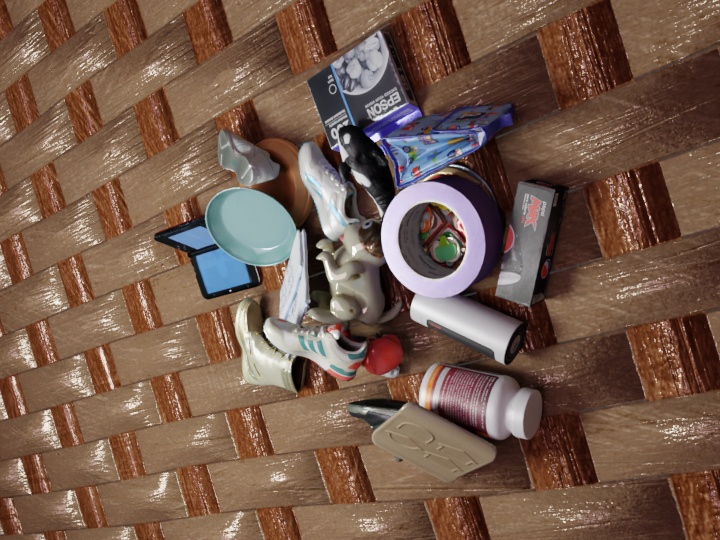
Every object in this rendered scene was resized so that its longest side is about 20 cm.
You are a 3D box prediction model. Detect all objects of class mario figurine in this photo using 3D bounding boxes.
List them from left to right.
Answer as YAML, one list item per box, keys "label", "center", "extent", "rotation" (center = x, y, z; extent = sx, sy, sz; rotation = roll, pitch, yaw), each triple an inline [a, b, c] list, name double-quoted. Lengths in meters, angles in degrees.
- label: "mario figurine"
  center: [0.012, 0.151, 1.515]
  extent: [0.199, 0.123, 0.107]
  rotation: [-1, 75, 46]

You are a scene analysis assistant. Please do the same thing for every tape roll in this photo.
- label: "tape roll"
  center: [0.141, -0.059, 1.332]
  extent: [0.198, 0.085, 0.202]
  rotation: [9, 107, 30]

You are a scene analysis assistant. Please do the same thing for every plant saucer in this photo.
- label: "plant saucer"
  center: [-0.221, -0.096, 1.586]
  extent: [0.198, 0.036, 0.201]
  rotation: [9, 132, 10]
- label: "plant saucer"
  center: [-0.184, -0.175, 1.611]
  extent: [0.199, 0.037, 0.202]
  rotation: [9, 106, 34]

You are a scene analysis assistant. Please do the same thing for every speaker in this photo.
- label: "speaker"
  center: [0.189, 0.090, 1.372]
  extent: [0.199, 0.081, 0.082]
  rotation: [25, 113, 28]

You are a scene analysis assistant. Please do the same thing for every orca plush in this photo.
- label: "orca plush"
  center: [0.023, -0.178, 1.395]
  extent: [0.071, 0.104, 0.202]
  rotation: [-22, 81, 61]

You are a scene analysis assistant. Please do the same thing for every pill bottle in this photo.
- label: "pill bottle"
  center: [0.213, 0.235, 1.365]
  extent: [0.198, 0.113, 0.114]
  rotation: [8, 104, 35]

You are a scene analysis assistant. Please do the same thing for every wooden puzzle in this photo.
- label: "wooden puzzle"
  center: [0.131, 0.305, 1.389]
  extent: [0.184, 0.047, 0.200]
  rotation: [28, 147, -3]

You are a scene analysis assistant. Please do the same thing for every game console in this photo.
- label: "game console"
  center: [-0.342, -0.027, 1.711]
  extent: [0.199, 0.172, 0.120]
  rotation: [-15, 65, 36]

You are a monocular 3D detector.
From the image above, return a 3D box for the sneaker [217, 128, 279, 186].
- label: "sneaker"
  center: [-0.234, -0.230, 1.575]
  extent: [0.200, 0.080, 0.071]
  rotation: [47, 132, 42]

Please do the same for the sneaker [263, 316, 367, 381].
- label: "sneaker"
  center: [-0.078, 0.121, 1.415]
  extent: [0.199, 0.071, 0.094]
  rotation: [29, 120, -6]

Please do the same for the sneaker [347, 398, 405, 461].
- label: "sneaker"
  center: [0.057, 0.317, 1.517]
  extent: [0.198, 0.076, 0.116]
  rotation: [6, 97, 29]

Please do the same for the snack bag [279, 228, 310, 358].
- label: "snack bag"
  center: [-0.134, 0.050, 1.536]
  extent: [0.201, 0.021, 0.189]
  rotation: [-97, 22, -43]

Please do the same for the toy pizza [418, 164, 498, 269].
- label: "toy pizza"
  center: [0.156, -0.090, 1.387]
  extent: [0.199, 0.032, 0.202]
  rotation: [8, 105, 34]

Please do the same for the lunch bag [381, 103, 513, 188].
- label: "lunch bag"
  center: [0.161, -0.220, 1.279]
  extent: [0.198, 0.150, 0.095]
  rotation: [-11, 107, 33]

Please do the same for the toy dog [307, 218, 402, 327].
- label: "toy dog"
  center: [0.000, 0.000, 1.451]
  extent: [0.192, 0.140, 0.202]
  rotation: [18, 107, 3]

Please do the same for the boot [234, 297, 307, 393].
- label: "boot"
  center: [-0.192, 0.162, 1.667]
  extent: [0.153, 0.072, 0.202]
  rotation: [6, 108, 35]

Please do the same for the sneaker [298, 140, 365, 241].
- label: "sneaker"
  center: [-0.055, -0.163, 1.504]
  extent: [0.080, 0.076, 0.202]
  rotation: [-22, 94, 29]

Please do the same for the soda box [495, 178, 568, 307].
- label: "soda box"
  center: [0.285, -0.047, 1.285]
  extent: [0.070, 0.063, 0.202]
  rotation: [19, 110, 31]

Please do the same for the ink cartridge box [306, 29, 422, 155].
- label: "ink cartridge box"
  center: [0.009, -0.310, 1.441]
  extent: [0.197, 0.043, 0.202]
  rotation: [-24, 87, 37]
